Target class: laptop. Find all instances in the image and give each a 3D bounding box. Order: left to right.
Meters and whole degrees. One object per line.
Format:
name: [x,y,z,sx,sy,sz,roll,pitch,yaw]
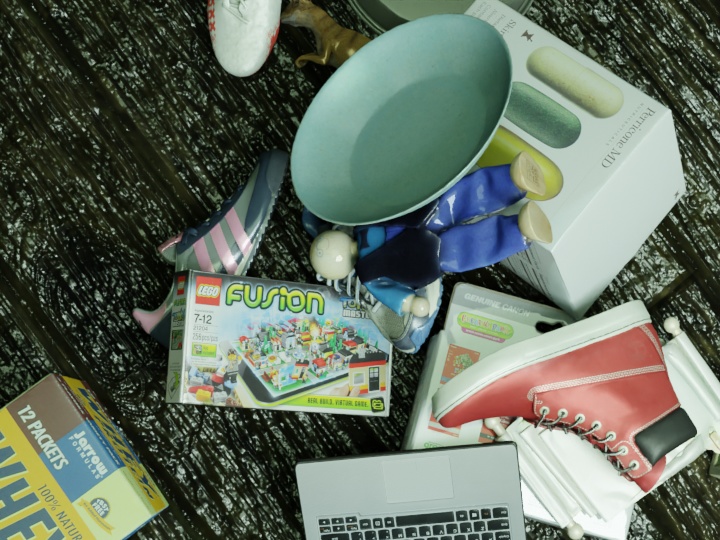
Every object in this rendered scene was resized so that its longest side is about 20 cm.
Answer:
laptop: [0.045,0.259,1.172,0.185,0.116,0.202,-6,109,6]

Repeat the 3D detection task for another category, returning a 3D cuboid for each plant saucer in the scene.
plant saucer: [0.037,-0.110,1.130,0.199,0.039,0.203,-21,48,24]

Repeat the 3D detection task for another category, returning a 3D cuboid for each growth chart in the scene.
growth chart: [0.215,0.126,1.212,0.199,0.018,0.146,-29,84,-8]

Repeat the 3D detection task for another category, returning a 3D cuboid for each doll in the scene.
doll: [0.048,-0.034,1.129,0.198,0.048,0.138,-17,68,28]

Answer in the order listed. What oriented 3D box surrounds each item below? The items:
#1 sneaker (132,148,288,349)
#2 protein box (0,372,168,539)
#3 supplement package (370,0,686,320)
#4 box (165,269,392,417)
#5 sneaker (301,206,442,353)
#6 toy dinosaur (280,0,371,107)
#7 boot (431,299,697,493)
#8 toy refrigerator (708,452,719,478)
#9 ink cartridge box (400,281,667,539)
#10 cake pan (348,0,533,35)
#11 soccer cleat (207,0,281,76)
sneaker: [-0.130,-0.025,1.268,0.081,0.070,0.202,25,82,-4]
protein box: [-0.277,0.199,1.172,0.199,0.199,0.135,-36,87,-6]
supplement package: [0.144,-0.095,1.215,0.200,0.151,0.152,38,83,27]
box: [-0.066,0.065,1.237,0.198,0.035,0.112,6,83,-29]
sneaker: [0.000,0.000,1.215,0.084,0.200,0.078,12,115,-29]
toy dinosaur: [0.009,-0.177,1.296,0.199,0.060,0.107,30,82,1]
boot: [0.166,0.123,1.163,0.198,0.072,0.146,-19,78,-10]
toy refrigerator: [0.368,0.092,1.278,0.069,0.076,0.202,17,84,-1]
ink cartridge box: [0.148,0.123,1.259,0.198,0.084,0.178,17,81,-1]
cake pan: [0.074,-0.300,1.325,0.198,0.037,0.203,0,84,-2]
soccer cleat: [-0.096,-0.275,1.289,0.068,0.085,0.202,11,83,-2]
